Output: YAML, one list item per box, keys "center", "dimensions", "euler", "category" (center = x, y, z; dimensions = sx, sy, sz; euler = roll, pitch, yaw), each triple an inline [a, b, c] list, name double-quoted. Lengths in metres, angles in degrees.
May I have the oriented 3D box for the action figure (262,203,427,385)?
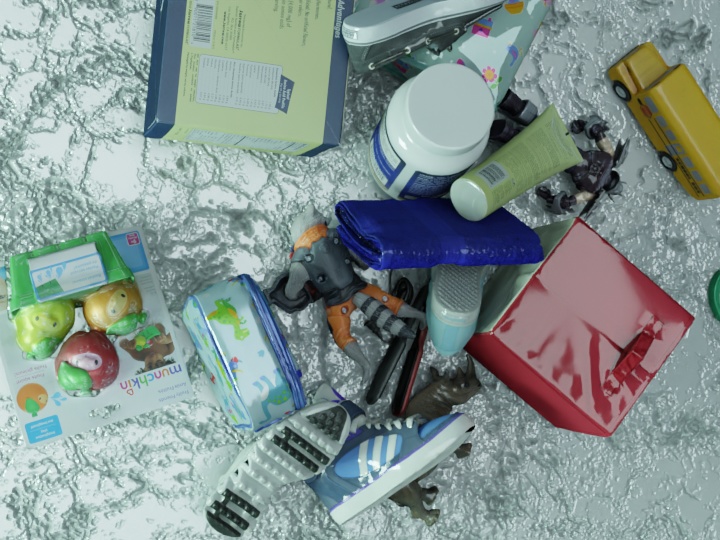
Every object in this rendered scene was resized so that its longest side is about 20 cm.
- center: [0.000, 0.000, 1.439]
  dimensions: [0.200, 0.105, 0.194]
  euler: [-41, 87, -17]
  category: "action figure"

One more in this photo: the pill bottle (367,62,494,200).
- center: [0.078, -0.150, 1.408]
  dimensions: [0.115, 0.200, 0.117]
  euler: [2, 79, -9]
  category: "pill bottle"

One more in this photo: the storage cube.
- center: [0.237, 0.064, 1.466]
  dimensions: [0.180, 0.200, 0.171]
  euler: [40, 80, -6]
  category: "storage cube"

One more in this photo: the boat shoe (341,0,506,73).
- center: [0.074, -0.260, 1.371]
  dimensions: [0.199, 0.070, 0.067]
  euler: [-24, 125, -23]
  category: "boat shoe"

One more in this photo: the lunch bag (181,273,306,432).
- center: [-0.124, 0.091, 1.356]
  dimensions: [0.082, 0.200, 0.162]
  euler: [-23, 87, -13]
  category: "lunch bag"

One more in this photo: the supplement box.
- center: [-0.122, -0.237, 1.392]
  dimensions: [0.198, 0.134, 0.202]
  euler: [6, 88, -16]
  category: "supplement box"

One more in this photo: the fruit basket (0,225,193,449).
- center: [-0.291, 0.065, 1.352]
  dimensions: [0.184, 0.094, 0.201]
  euler: [-16, 75, -15]
  category: "fruit basket"

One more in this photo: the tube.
- center: [0.180, -0.117, 1.437]
  dimensions: [0.200, 0.052, 0.058]
  euler: [-35, 139, -38]
  category: "tube"

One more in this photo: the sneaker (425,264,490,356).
- center: [0.105, 0.022, 1.455]
  dimensions: [0.073, 0.200, 0.082]
  euler: [18, 123, 5]
  category: "sneaker"

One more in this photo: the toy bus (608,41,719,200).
- center: [0.390, -0.184, 1.569]
  dimensions: [0.065, 0.078, 0.200]
  euler: [-38, 100, -13]
  category: "toy bus"

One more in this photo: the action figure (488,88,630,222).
- center: [0.241, -0.142, 1.535]
  dimensions: [0.199, 0.069, 0.131]
  euler: [30, 75, -18]
  category: "action figure"

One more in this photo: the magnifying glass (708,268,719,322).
- center: [0.518, 0.077, 1.637]
  dimensions: [0.080, 0.022, 0.200]
  euler: [-43, 99, -12]
  category: "magnifying glass"

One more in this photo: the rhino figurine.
- center: [0.086, 0.188, 1.491]
  dimensions: [0.087, 0.060, 0.201]
  euler: [29, 81, -16]
  category: "rhino figurine"

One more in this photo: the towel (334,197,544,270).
- center: [0.084, -0.035, 1.398]
  dimensions: [0.199, 0.148, 0.050]
  euler: [-2, 115, -21]
  category: "towel"

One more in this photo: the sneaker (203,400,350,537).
- center: [-0.093, 0.203, 1.396]
  dimensions: [0.200, 0.081, 0.075]
  euler: [-40, 106, 16]
  category: "sneaker"

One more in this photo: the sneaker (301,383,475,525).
- center: [0.012, 0.174, 1.427]
  dimensions: [0.200, 0.081, 0.147]
  euler: [-37, 76, 14]
  category: "sneaker"

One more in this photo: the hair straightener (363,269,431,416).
- center: [0.046, 0.064, 1.488]
  dimensions: [0.077, 0.041, 0.201]
  euler: [22, 84, -15]
  category: "hair straightener"

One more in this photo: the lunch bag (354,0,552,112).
- center: [0.099, -0.291, 1.467]
  dimensions: [0.199, 0.122, 0.171]
  euler: [29, 85, -2]
  category: "lunch bag"
